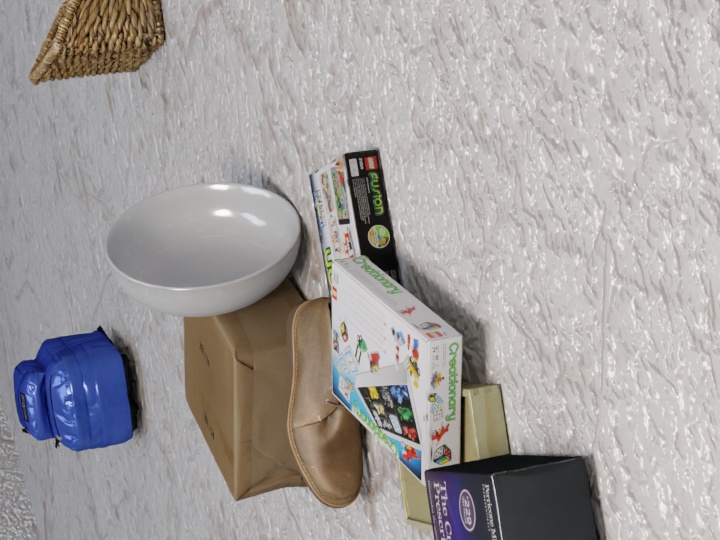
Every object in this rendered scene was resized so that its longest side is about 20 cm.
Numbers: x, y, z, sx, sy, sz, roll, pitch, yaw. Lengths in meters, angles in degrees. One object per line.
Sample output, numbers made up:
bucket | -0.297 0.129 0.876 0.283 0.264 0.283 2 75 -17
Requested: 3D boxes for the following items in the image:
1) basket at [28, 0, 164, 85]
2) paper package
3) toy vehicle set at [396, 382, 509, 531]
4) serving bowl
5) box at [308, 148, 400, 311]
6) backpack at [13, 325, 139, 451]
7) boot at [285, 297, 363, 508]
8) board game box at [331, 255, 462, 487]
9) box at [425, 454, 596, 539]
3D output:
basket | -0.344 -0.327 2.442 0.200 0.148 0.144 162 99 -72
paper package | -0.111 0.105 2.010 0.200 0.103 0.192 -127 33 -54
toy vehicle set | 0.074 0.155 1.604 0.200 0.026 0.125 175 87 -71
serving bowl | -0.156 -0.011 1.955 0.200 0.199 0.066 -126 25 -54
box | 0.000 0.000 1.743 0.110 0.034 0.201 159 102 -71
backpack | -0.415 0.189 2.850 0.200 0.167 0.164 18 122 65
boot | -0.026 0.124 1.832 0.075 0.073 0.201 -15 81 61
board game box | 0.027 0.080 1.603 0.200 0.034 0.127 -140 46 -60
box | 0.118 0.240 1.416 0.141 0.078 0.201 166 96 -69
